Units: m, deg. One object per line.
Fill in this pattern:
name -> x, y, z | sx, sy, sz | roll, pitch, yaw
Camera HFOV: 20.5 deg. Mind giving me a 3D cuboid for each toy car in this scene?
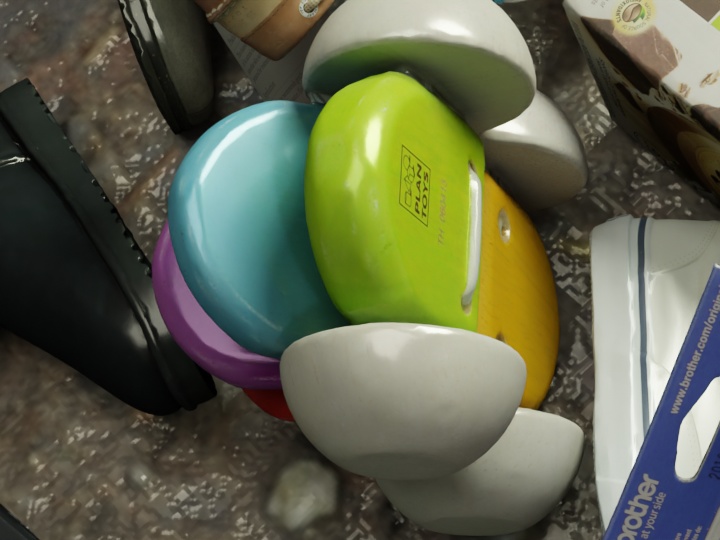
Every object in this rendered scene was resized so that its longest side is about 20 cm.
toy car -> 0.000, 0.000, 0.737 | 0.150, 0.200, 0.175 | -3, 70, 19

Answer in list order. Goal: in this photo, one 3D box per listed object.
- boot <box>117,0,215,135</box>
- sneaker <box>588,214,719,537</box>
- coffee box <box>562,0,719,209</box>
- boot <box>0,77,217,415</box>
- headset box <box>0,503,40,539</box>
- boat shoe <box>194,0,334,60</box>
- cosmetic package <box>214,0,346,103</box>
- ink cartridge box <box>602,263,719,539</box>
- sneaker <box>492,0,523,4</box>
boot -> -0.050, -0.165, 0.911 | 0.131, 0.068, 0.200 | -11, 65, 0
sneaker -> 0.126, 0.063, 0.741 | 0.071, 0.073, 0.200 | -8, 62, 15
coffee box -> 0.181, -0.048, 0.751 | 0.080, 0.113, 0.200 | -46, 64, -2
boot -> -0.170, 0.024, 0.836 | 0.168, 0.076, 0.200 | -33, 54, -7
headset box -> -0.104, 0.161, 0.695 | 0.200, 0.174, 0.093 | 34, 77, 28
boat shoe -> 0.011, -0.154, 0.749 | 0.200, 0.076, 0.072 | -44, 100, -16
cosmetic package -> -0.040, -0.169, 0.829 | 0.081, 0.113, 0.200 | -31, 89, -23
ink cartridge box -> 0.191, 0.064, 0.661 | 0.200, 0.119, 0.042 | 13, 30, -6
sneaker -> 0.119, -0.173, 0.777 | 0.200, 0.081, 0.077 | -47, 42, -4
